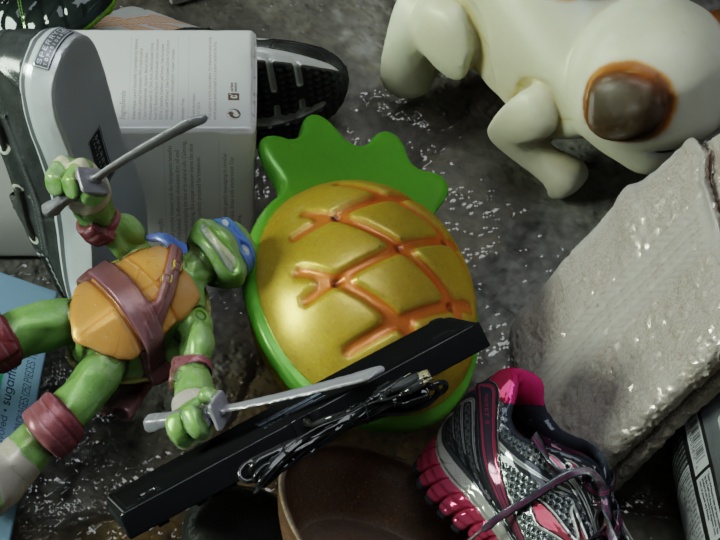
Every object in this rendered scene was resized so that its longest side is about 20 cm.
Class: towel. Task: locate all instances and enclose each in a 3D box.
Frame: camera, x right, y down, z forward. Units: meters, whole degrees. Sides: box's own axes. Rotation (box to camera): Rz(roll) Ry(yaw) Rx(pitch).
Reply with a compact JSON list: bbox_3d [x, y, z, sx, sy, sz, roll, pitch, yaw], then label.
[{"bbox_3d":[0.141,0.030,1.285,0.034,0.200,0.133,16,44,-26],"label":"towel"}]

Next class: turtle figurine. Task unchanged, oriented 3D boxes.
[{"bbox_3d":[-0.129,0.024,1.229,0.193,0.145,0.200,-35,23,-13],"label":"turtle figurine"}]

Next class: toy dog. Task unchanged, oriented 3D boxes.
[{"bbox_3d":[0.133,-0.136,1.426,0.139,0.195,0.200,-22,47,-35],"label":"toy dog"}]

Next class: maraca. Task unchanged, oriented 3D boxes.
[{"bbox_3d":[0.000,0.000,1.348,0.136,0.107,0.201,14,50,-23],"label":"maraca"}]

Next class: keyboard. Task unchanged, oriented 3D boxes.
[{"bbox_3d":[-0.026,0.076,1.203,0.199,0.127,0.021,-29,97,-10],"label":"keyboard"}]

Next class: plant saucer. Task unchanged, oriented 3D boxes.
[{"bbox_3d":[0.036,0.161,1.212,0.199,0.037,0.201,30,20,-12],"label":"plant saucer"}]

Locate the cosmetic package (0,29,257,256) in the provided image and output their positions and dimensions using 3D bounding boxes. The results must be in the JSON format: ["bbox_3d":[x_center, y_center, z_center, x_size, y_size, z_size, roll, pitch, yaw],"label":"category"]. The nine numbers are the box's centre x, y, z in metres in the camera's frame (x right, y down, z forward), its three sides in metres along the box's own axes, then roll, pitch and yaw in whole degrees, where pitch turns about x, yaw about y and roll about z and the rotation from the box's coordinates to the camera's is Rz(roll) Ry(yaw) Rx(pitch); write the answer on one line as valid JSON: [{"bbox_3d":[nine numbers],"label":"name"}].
[{"bbox_3d":[-0.157,-0.071,1.404,0.198,0.108,0.085,2,49,-3],"label":"cosmetic package"}]

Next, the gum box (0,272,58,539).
[{"bbox_3d":[-0.265,0.056,1.278,0.199,0.045,0.171,20,51,-17],"label":"gum box"}]

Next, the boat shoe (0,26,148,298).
[{"bbox_3d":[-0.158,-0.048,1.329,0.056,0.201,0.069,11,44,21],"label":"boat shoe"}]

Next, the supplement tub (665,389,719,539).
[{"bbox_3d":[0.221,0.117,1.256,0.121,0.123,0.201,-3,51,-6],"label":"supplement tub"}]

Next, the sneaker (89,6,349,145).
[{"bbox_3d":[-0.105,-0.124,1.473,0.198,0.074,0.080,2,48,-2],"label":"sneaker"}]

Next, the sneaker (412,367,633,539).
[{"bbox_3d":[0.108,0.133,1.230,0.200,0.075,0.080,46,22,26],"label":"sneaker"}]

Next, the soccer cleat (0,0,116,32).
[{"bbox_3d":[-0.235,-0.154,1.442,0.198,0.081,0.068,-6,36,25],"label":"soccer cleat"}]

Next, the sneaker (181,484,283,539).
[{"bbox_3d":[-0.043,0.168,1.194,0.076,0.115,0.200,-40,57,6],"label":"sneaker"}]

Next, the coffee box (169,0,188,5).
[{"bbox_3d":[-0.106,-0.275,1.593,0.112,0.080,0.201,-18,54,-17],"label":"coffee box"}]
